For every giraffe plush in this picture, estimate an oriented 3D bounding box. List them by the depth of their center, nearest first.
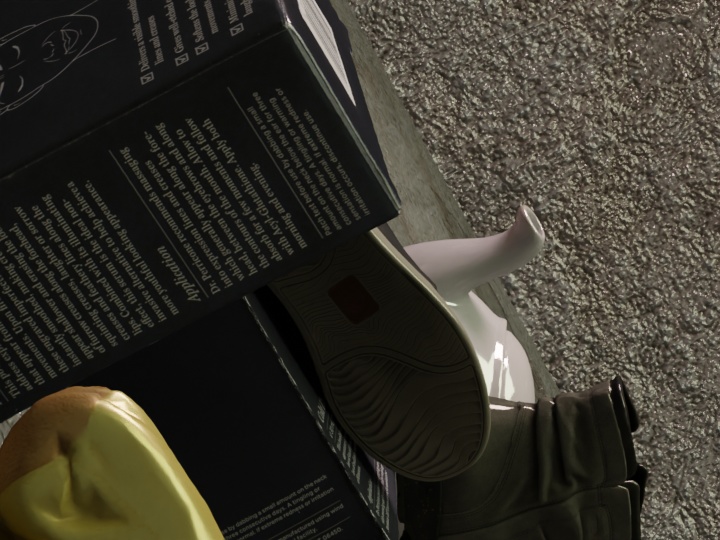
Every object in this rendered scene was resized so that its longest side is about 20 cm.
[{"bbox_3d":[-0.090,0.128,0.903,0.162,0.199,0.173,149,-54,-75],"label":"giraffe plush"}]

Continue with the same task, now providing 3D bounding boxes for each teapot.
[{"bbox_3d":[0.037,0.088,1.636,0.200,0.145,0.198,89,6,-65],"label":"teapot"}]

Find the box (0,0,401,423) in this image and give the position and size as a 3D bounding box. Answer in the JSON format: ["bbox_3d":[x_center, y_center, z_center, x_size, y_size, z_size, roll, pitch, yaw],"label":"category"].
[{"bbox_3d":[-0.102,-0.054,1.221,0.107,0.199,0.149,58,10,-34],"label":"box"}]

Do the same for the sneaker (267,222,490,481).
[{"bbox_3d":[0.000,0.000,1.390,0.200,0.075,0.106,58,12,-21],"label":"sneaker"}]

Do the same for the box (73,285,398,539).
[{"bbox_3d":[-0.069,0.053,1.431,0.183,0.104,0.200,61,8,-15],"label":"box"}]

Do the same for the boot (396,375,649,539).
[{"bbox_3d":[0.083,0.147,1.508,0.068,0.130,0.201,-90,180,-60],"label":"boot"}]
